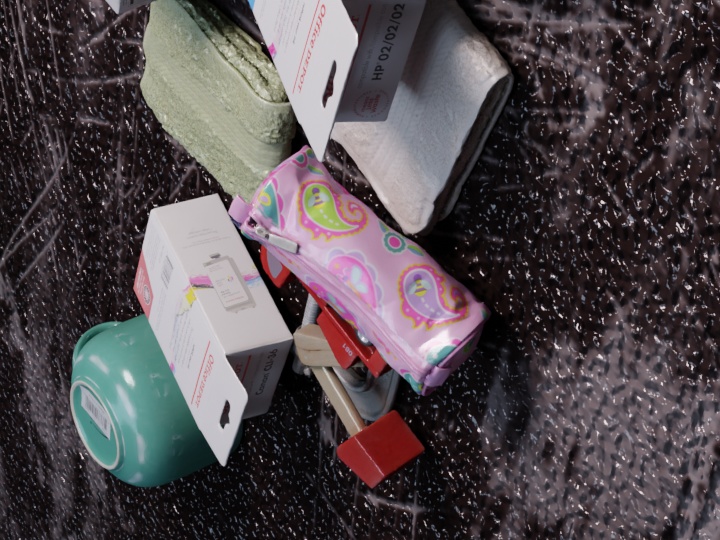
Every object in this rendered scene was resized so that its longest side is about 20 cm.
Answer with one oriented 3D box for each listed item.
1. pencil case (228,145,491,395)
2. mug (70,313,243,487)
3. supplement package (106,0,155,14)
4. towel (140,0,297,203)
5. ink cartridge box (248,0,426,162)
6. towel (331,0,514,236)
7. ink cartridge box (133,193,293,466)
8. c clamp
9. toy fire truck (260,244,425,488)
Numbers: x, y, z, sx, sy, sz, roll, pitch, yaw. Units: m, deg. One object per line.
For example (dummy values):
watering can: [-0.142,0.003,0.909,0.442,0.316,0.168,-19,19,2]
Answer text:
pencil case: [0.000,0.000,1.573,0.200,0.087,0.087,41,146,6]
mug: [-0.203,0.122,2.002,0.185,0.114,0.153,-13,99,59]
supplement package: [-0.186,-0.330,1.672,0.200,0.111,0.156,49,146,27]
towel: [-0.118,-0.140,1.766,0.200,0.036,0.149,45,144,33]
ink cartridge box: [-0.015,-0.180,1.476,0.115,0.068,0.200,109,149,-43]
towel: [0.035,-0.121,1.535,0.133,0.034,0.200,53,147,21]
ink cartridge box: [-0.119,0.051,1.840,0.200,0.067,0.117,62,152,28]
c clamp: [-0.022,0.034,1.738,0.171,0.027,0.200,52,146,24]
toy fire truck: [-0.013,0.055,1.677,0.200,0.049,0.141,51,144,12]
